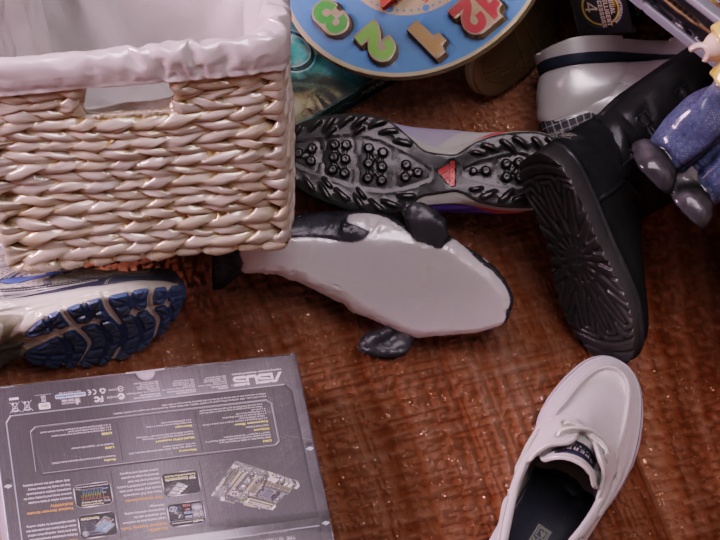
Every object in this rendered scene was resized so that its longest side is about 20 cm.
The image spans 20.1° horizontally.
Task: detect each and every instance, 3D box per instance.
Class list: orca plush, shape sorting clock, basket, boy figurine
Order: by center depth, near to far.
[{"bbox_3d":[-0.135,-0.118,1.273,0.196,0.162,0.201,-5,35,0],"label":"basket"},{"bbox_3d":[0.269,-0.114,1.280,0.124,0.200,0.064,46,16,-8],"label":"boy figurine"},{"bbox_3d":[0.000,0.000,1.359,0.198,0.071,0.106,-3,106,-2],"label":"orca plush"},{"bbox_3d":[0.037,-0.227,1.422,0.198,0.039,0.202,-4,72,12],"label":"shape sorting clock"}]

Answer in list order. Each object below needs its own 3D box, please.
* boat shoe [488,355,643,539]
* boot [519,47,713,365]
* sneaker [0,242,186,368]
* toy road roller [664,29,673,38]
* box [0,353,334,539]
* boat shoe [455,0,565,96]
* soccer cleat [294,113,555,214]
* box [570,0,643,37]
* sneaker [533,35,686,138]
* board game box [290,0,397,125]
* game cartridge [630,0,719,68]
[{"bbox_3d":[0.135,0.131,1.292,0.073,0.065,0.201,23,59,3],"label":"boat shoe"},{"bbox_3d":[0.211,-0.053,1.383,0.200,0.065,0.166,-34,116,-33],"label":"boot"},{"bbox_3d":[-0.210,0.013,1.288,0.198,0.077,0.086,-9,59,-16],"label":"sneaker"},{"bbox_3d":[0.283,-0.251,1.509,0.145,0.123,0.201,-13,64,-6],"label":"toy road roller"},{"bbox_3d":[-0.122,0.140,1.247,0.198,0.048,0.159,-7,63,-14],"label":"box"},{"bbox_3d":[0.109,-0.215,1.492,0.072,0.072,0.201,13,66,32],"label":"boat shoe"},{"bbox_3d":[0.042,-0.067,1.388,0.198,0.073,0.069,2,85,-4],"label":"soccer cleat"},{"bbox_3d":[0.183,-0.287,1.459,0.049,0.162,0.200,-3,34,26],"label":"box"},{"bbox_3d":[0.219,-0.122,1.459,0.198,0.076,0.081,-2,79,-12],"label":"sneaker"},{"bbox_3d":[-0.075,-0.186,1.453,0.135,0.028,0.200,-32,71,-26],"label":"board game box"},{"bbox_3d":[0.268,-0.175,1.377,0.200,0.042,0.133,39,47,7],"label":"game cartridge"}]
